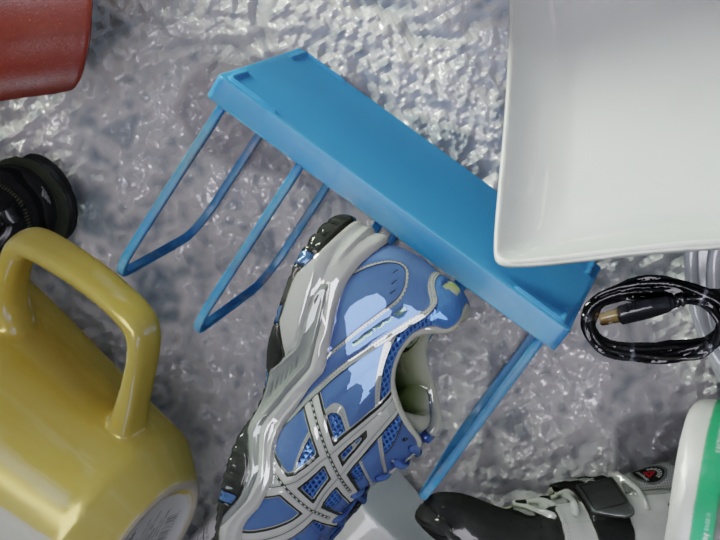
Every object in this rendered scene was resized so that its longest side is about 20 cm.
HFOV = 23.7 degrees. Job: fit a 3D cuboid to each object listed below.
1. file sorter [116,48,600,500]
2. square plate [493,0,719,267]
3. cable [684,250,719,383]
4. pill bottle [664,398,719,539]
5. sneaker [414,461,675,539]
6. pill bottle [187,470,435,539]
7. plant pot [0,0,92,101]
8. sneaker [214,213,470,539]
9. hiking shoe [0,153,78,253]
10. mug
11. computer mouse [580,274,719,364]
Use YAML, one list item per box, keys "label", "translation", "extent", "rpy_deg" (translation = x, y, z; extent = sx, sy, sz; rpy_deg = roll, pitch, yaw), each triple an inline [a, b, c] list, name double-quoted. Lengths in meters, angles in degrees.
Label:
- label: "file sorter"
  translation: [0.000, 0.000, 0.865]
  extent: [0.200, 0.139, 0.123]
  rpy_deg: [36, 109, 4]
- label: "square plate"
  translation: [0.166, -0.088, 0.815]
  extent: [0.197, 0.028, 0.201]
  rpy_deg: [-4, 58, 17]
- label: "cable"
  translation: [0.261, -0.001, 0.842]
  extent: [0.200, 0.069, 0.200]
  rpy_deg: [-43, 88, 15]
- label: "pill bottle"
  translation: [0.243, 0.127, 0.780]
  extent: [0.199, 0.113, 0.114]
  rpy_deg: [8, 101, 16]
- label: "sneaker"
  translation: [0.121, 0.131, 0.875]
  extent: [0.199, 0.074, 0.089]
  rpy_deg: [22, 90, -25]
- label: "pill bottle"
  translation: [-0.054, 0.184, 0.920]
  extent: [0.111, 0.111, 0.200]
  rpy_deg: [46, 106, 1]
- label: "plant pot"
  translation: [-0.241, -0.157, 0.844]
  extent: [0.194, 0.201, 0.202]
  rpy_deg: [-5, 100, -21]
- label: "sneaker"
  translation: [-0.011, 0.079, 0.776]
  extent: [0.077, 0.076, 0.201]
  rpy_deg: [22, 114, 15]
- label: "hiking shoe"
  translation: [-0.257, -0.005, 0.936]
  extent: [0.199, 0.101, 0.076]
  rpy_deg: [-28, 92, 15]
- label: "mug"
  translation: [-0.168, 0.092, 0.879]
  extent: [0.153, 0.187, 0.150]
  rpy_deg: [34, 65, 18]
- label: "computer mouse"
  translation: [0.198, -0.001, 0.791]
  extent: [0.199, 0.034, 0.059]
  rpy_deg: [-22, 95, 8]
